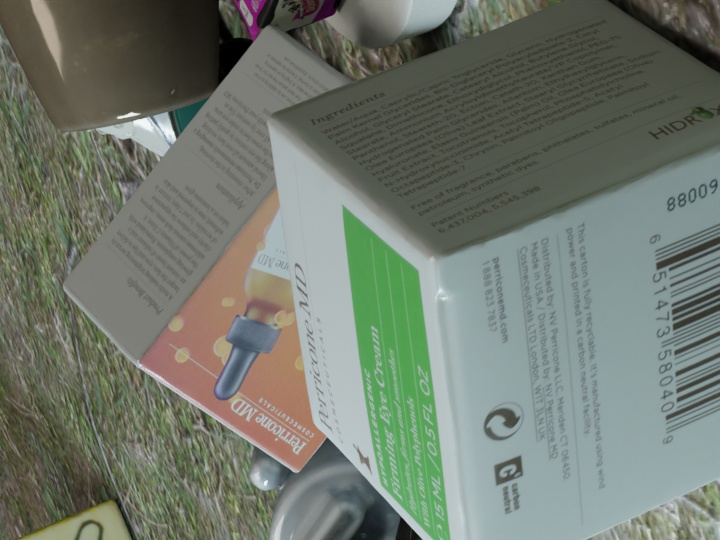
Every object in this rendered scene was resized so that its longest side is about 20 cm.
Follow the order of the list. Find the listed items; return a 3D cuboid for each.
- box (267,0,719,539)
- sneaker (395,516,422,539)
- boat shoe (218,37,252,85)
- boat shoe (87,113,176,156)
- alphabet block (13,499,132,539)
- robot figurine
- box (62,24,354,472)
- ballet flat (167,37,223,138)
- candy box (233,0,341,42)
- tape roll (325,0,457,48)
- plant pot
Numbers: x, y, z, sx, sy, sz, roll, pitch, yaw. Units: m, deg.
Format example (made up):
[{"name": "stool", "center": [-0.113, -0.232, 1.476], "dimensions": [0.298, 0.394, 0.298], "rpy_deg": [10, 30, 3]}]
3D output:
[{"name": "box", "center": [0.086, 0.004, 1.212], "dimensions": [0.171, 0.199, 0.200], "rpy_deg": [43, 148, 50]}, {"name": "sneaker", "center": [0.082, 0.151, 1.435], "dimensions": [0.076, 0.115, 0.202], "rpy_deg": [131, 149, -71]}, {"name": "boat shoe", "center": [-0.049, -0.100, 1.606], "dimensions": [0.200, 0.070, 0.071], "rpy_deg": [32, 140, 56]}, {"name": "boat shoe", "center": [-0.181, -0.133, 1.788], "dimensions": [0.200, 0.070, 0.071], "rpy_deg": [48, -161, -39]}, {"name": "alphabet block", "center": [-0.312, 0.369, 2.493], "dimensions": [0.201, 0.195, 0.196], "rpy_deg": [67, 156, 6]}, {"name": "robot figurine", "center": [-0.002, 0.166, 1.638], "dimensions": [0.169, 0.113, 0.200], "rpy_deg": [38, -171, -6]}, {"name": "box", "center": [-0.045, -0.012, 1.442], "dimensions": [0.152, 0.200, 0.106], "rpy_deg": [37, -178, -41]}, {"name": "ballet flat", "center": [-0.114, -0.139, 1.758], "dimensions": [0.201, 0.067, 0.064], "rpy_deg": [64, -175, 13]}, {"name": "candy box", "center": [-0.068, -0.253, 1.425], "dimensions": [0.201, 0.061, 0.136], "rpy_deg": [64, 158, 14]}, {"name": "tape roll", "center": [-0.005, -0.229, 1.430], "dimensions": [0.203, 0.037, 0.203], "rpy_deg": [48, 150, 41]}, {"name": "plant pot", "center": [-0.168, -0.189, 1.617], "dimensions": [0.200, 0.199, 0.176], "rpy_deg": [11, 116, 65]}]
